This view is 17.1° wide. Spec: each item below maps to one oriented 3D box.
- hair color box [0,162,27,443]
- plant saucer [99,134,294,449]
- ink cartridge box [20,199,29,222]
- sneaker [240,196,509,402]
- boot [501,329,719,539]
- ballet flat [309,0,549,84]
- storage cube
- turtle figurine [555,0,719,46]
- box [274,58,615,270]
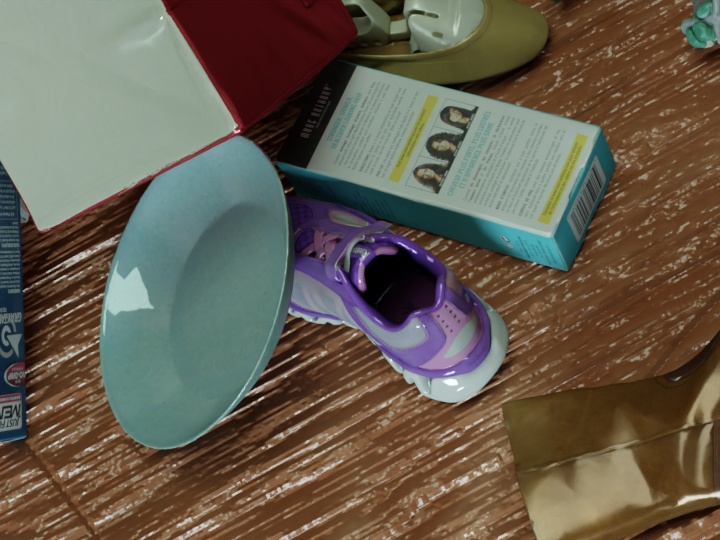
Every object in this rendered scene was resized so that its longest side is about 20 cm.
[{"bbox_3d":[-0.272,0.010,1.527,0.099,0.060,0.201,-2,91,19],"label":"hair color box"},{"bbox_3d":[-0.092,0.015,1.487,0.201,0.039,0.202,-23,59,46],"label":"plant saucer"},{"bbox_3d":[-0.311,-0.118,1.643,0.199,0.084,0.146,4,65,20],"label":"ink cartridge box"},{"bbox_3d":[0.000,0.000,1.468,0.200,0.089,0.081,31,79,32],"label":"sneaker"},{"bbox_3d":[0.181,0.063,1.400,0.199,0.068,0.189,-17,66,19],"label":"boot"},{"bbox_3d":[0.021,-0.157,1.556,0.199,0.063,0.069,-4,56,18],"label":"ballet flat"},{"bbox_3d":[-0.139,-0.157,1.484,0.199,0.172,0.180,-23,13,32],"label":"storage cube"},{"bbox_3d":[0.211,-0.218,1.496,0.199,0.151,0.101,2,20,23],"label":"turtle figurine"},{"bbox_3d":[0.053,-0.068,1.507,0.199,0.049,0.083,17,69,26],"label":"box"}]
